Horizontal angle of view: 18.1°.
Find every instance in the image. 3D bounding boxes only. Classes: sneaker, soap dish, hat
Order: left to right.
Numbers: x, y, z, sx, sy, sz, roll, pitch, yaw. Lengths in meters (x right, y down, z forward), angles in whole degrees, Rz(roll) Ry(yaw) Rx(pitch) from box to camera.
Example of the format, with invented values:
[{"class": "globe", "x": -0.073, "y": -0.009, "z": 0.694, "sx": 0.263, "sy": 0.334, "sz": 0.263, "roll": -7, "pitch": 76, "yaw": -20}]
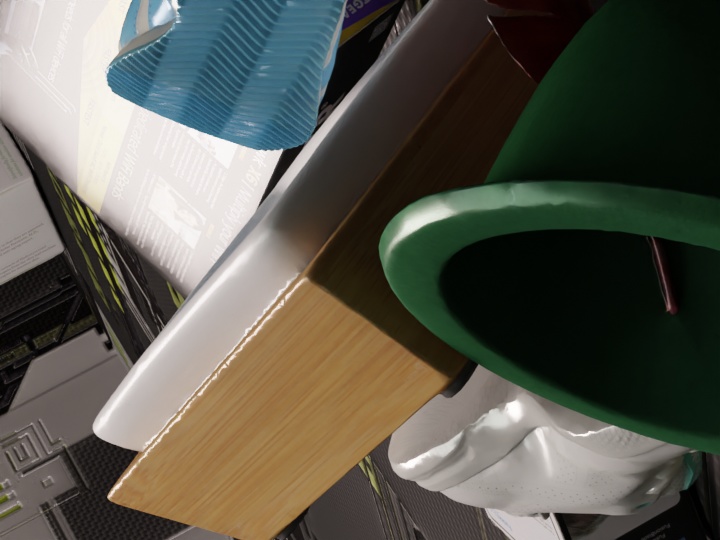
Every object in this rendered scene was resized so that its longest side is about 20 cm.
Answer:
[{"class": "sneaker", "x": -0.034, "y": -0.103, "z": 0.756, "sx": 0.076, "sy": 0.081, "sz": 0.200, "roll": 20, "pitch": 156, "yaw": -9}, {"class": "soap dish", "x": 0.000, "y": 0.000, "z": 0.762, "sx": 0.081, "sy": 0.158, "sz": 0.200, "roll": 38, "pitch": 146, "yaw": -3}, {"class": "sneaker", "x": 0.096, "y": 0.051, "z": 0.802, "sx": 0.088, "sy": 0.076, "sz": 0.200, "roll": 33, "pitch": 154, "yaw": -19}, {"class": "hat", "x": 0.099, "y": -0.063, "z": 0.630, "sx": 0.200, "sy": 0.177, "sz": 0.165, "roll": 30, "pitch": 155, "yaw": -32}]

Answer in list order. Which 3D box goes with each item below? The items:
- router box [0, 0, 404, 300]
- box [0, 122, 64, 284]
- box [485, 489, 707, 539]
[{"class": "router box", "x": -0.079, "y": -0.092, "z": 0.914, "sx": 0.157, "sy": 0.052, "sz": 0.200, "roll": 44, "pitch": 147, "yaw": 10}, {"class": "box", "x": -0.573, "y": -0.097, "z": 3.293, "sx": 0.199, "sy": 0.199, "sz": 0.172, "roll": 55, "pitch": 169, "yaw": 39}, {"class": "box", "x": 0.065, "y": 0.029, "z": 0.932, "sx": 0.201, "sy": 0.060, "sz": 0.117, "roll": 67, "pitch": 168, "yaw": -20}]
